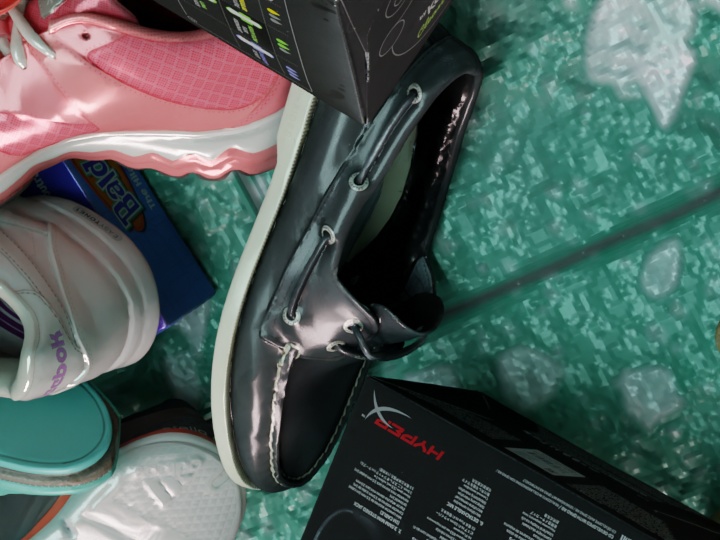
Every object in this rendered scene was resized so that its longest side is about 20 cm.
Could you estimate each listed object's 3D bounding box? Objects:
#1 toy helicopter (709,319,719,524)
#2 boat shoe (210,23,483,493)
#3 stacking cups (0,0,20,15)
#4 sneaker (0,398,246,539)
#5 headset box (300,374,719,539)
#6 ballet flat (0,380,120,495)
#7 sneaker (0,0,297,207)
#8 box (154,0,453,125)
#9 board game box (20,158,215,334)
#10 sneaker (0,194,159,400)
[{"bbox_3d":[0.177,0.056,0.969,0.132,0.079,0.200,28,129,4],"label":"toy helicopter"},{"bbox_3d":[0.001,-0.001,1.016,0.066,0.074,0.200,25,108,28],"label":"boat shoe"},{"bbox_3d":[-0.179,-0.121,1.006,0.200,0.060,0.061,13,118,58],"label":"stacking cups"},{"bbox_3d":[-0.134,0.115,1.096,0.200,0.082,0.077,-27,115,4],"label":"sneaker"},{"bbox_3d":[0.038,0.159,0.999,0.149,0.077,0.200,27,101,37],"label":"headset box"},{"bbox_3d":[-0.176,0.049,1.077,0.200,0.067,0.070,22,138,17],"label":"ballet flat"},{"bbox_3d":[-0.112,-0.076,0.993,0.200,0.074,0.087,-9,140,-10],"label":"sneaker"},{"bbox_3d":[-0.045,-0.170,0.913,0.200,0.124,0.149,31,79,12],"label":"box"},{"bbox_3d":[-0.177,-0.006,1.113,0.200,0.045,0.152,-31,94,31],"label":"board game box"},{"bbox_3d":[-0.174,-0.013,1.026,0.200,0.100,0.075,24,118,16],"label":"sneaker"}]
